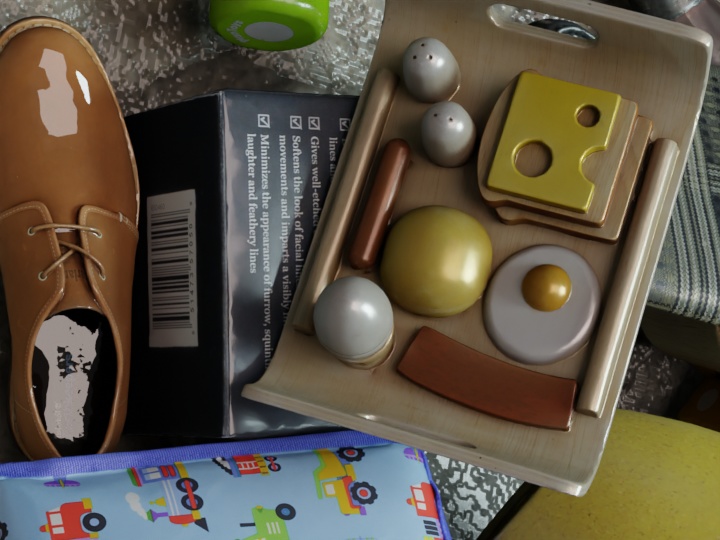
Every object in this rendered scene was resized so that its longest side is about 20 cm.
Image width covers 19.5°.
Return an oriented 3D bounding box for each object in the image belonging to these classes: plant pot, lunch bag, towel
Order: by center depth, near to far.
[{"bbox_3d":[-0.038,0.144,0.842,0.200,0.094,0.151,-10,53,-8],"label":"lunch bag"},{"bbox_3d":[0.126,0.143,0.919,0.142,0.200,0.200,42,65,3],"label":"plant pot"},{"bbox_3d":[0.200,-0.030,1.001,0.192,0.035,0.200,12,40,-8],"label":"towel"}]

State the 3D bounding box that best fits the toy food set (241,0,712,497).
[{"bbox_3d":[0.049,-0.021,0.848,0.143,0.060,0.200,15,77,13],"label":"toy food set"}]

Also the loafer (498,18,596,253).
[{"bbox_3d":[0.083,-0.012,0.909,0.068,0.070,0.201,14,81,-31],"label":"loafer"}]

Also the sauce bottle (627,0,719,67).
[{"bbox_3d":[0.193,-0.090,1.109,0.066,0.066,0.200,-44,109,-25],"label":"sauce bottle"}]

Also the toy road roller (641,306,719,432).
[{"bbox_3d":[0.210,0.086,1.073,0.200,0.123,0.146,41,80,-21],"label":"toy road roller"}]

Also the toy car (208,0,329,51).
[{"bbox_3d":[-0.092,-0.206,0.901,0.200,0.158,0.165,9,71,-19],"label":"toy car"}]

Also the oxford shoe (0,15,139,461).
[{"bbox_3d":[-0.124,-0.010,0.895,0.071,0.071,0.200,-7,93,-14],"label":"oxford shoe"}]

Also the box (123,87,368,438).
[{"bbox_3d":[0.000,0.000,0.961,0.200,0.107,0.149,1,87,-31],"label":"box"}]
